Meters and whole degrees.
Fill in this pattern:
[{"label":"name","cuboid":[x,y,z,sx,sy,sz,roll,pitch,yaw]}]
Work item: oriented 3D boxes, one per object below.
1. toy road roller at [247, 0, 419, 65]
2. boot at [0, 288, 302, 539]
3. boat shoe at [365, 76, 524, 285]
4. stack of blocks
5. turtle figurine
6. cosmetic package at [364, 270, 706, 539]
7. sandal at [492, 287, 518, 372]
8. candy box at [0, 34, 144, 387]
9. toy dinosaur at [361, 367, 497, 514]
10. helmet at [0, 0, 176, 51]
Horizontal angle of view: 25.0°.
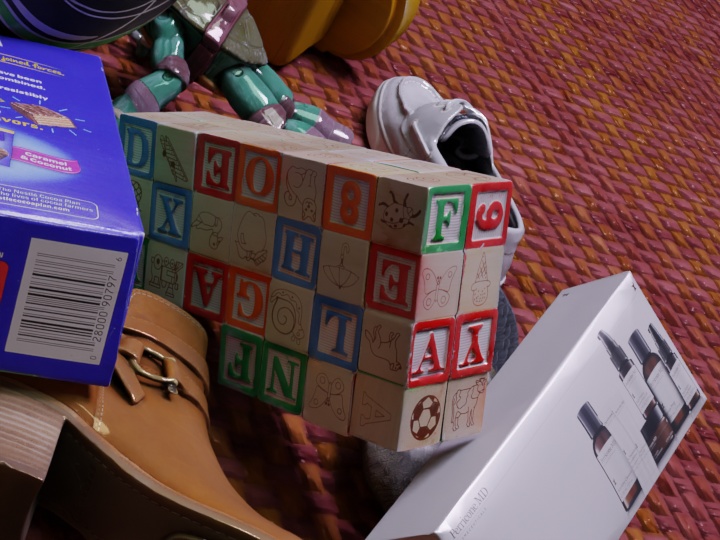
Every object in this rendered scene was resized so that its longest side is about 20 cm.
[{"label":"toy road roller","cuboid":[-0.046,-0.224,1.082,0.200,0.123,0.146,39,43,7]},{"label":"boot","cuboid":[-0.078,0.076,0.686,0.200,0.074,0.155,30,27,-12]},{"label":"boat shoe","cuboid":[0.055,-0.068,1.006,0.072,0.069,0.200,20,34,-23]},{"label":"stack of blocks","cuboid":[-0.031,-0.002,0.753,0.200,0.116,0.058,17,16,40]},{"label":"turtle figurine","cuboid":[-0.095,-0.114,0.910,0.200,0.101,0.150,37,31,-6]},{"label":"cosmetic package","cuboid":[0.088,0.090,0.752,0.083,0.051,0.200,55,47,-13]},{"label":"sandal","cuboid":[0.000,-0.001,0.868,0.200,0.076,0.043,33,4,-4]},{"label":"candy box","cuboid":[-0.187,-0.042,0.684,0.168,0.077,0.200,10,26,-19]},{"label":"toy dinosaur","cuboid":[0.036,0.082,0.794,0.102,0.077,0.201,24,64,-20]},{"label":"helmet","cuboid":[-0.161,-0.198,0.798,0.200,0.200,0.191,51,16,25]}]
